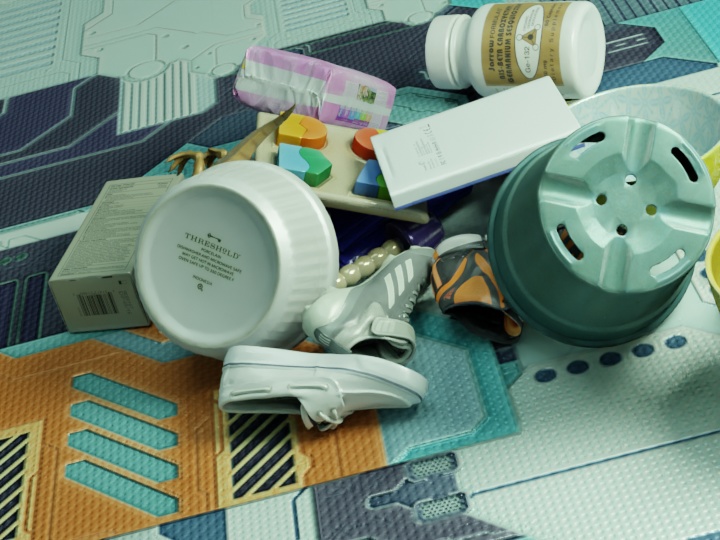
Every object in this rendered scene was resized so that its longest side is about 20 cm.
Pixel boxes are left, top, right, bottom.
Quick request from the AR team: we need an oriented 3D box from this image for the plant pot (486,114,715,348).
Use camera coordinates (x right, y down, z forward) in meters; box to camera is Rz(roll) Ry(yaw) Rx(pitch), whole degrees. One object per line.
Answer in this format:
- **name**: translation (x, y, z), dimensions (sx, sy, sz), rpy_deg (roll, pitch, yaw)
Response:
- **plant pot**: translation (0.216, -0.041, 1.361), dimensions (0.198, 0.202, 0.196), rpy_deg (-16, -7, -2)

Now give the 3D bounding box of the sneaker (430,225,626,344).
- **sneaker**: translation (0.168, 0.015, 1.503), dimensions (0.198, 0.078, 0.113), rpy_deg (-11, 43, 8)

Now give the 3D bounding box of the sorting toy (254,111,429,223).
- **sorting toy**: translation (-0.021, -0.117, 1.651), dimensions (0.183, 0.037, 0.200), rpy_deg (9, 27, -8)

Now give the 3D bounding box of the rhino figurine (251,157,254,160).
- **rhino figurine**: translation (-0.106, -0.106, 1.808), dimensions (0.087, 0.060, 0.200), rpy_deg (16, 46, 27)

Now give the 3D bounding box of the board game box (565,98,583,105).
- **board game box**: translation (0.196, -0.159, 1.726), dimensions (0.198, 0.035, 0.136), rpy_deg (-11, 9, 1)

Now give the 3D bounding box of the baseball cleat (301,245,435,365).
- **baseball cleat**: translation (0.032, 0.043, 1.518), dimensions (0.106, 0.070, 0.199), rpy_deg (40, 44, 24)

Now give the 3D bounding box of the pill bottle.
- **pill bottle**: translation (0.184, -0.264, 1.877), dimensions (0.198, 0.115, 0.115), rpy_deg (3, 36, 28)

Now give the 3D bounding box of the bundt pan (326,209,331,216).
- **bundt pan**: translation (-0.135, -0.040, 1.654), dimensions (0.200, 0.076, 0.203), rpy_deg (-18, 43, 17)

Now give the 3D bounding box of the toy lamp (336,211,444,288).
- **toy lamp**: translation (0.000, 0.000, 1.605), dimensions (0.199, 0.059, 0.058), rpy_deg (-32, 35, -20)

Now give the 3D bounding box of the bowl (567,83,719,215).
- **bowl**: translation (0.280, -0.095, 1.578), dimensions (0.198, 0.108, 0.201), rpy_deg (-11, 32, 7)

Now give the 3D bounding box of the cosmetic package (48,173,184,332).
- **cosmetic package**: translation (-0.260, -0.022, 1.732), dimensions (0.103, 0.074, 0.201), rpy_deg (-5, 33, 17)

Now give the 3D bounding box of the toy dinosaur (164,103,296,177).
- **toy dinosaur**: translation (-0.141, -0.101, 1.619), dimensions (0.106, 0.060, 0.201), rpy_deg (37, 92, 39)

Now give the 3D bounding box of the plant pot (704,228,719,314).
- **plant pot**: translation (0.392, 0.042, 1.285), dimensions (0.198, 0.143, 0.201), rpy_deg (-11, 32, 7)

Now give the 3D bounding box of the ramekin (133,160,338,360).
- **ramekin**: translation (-0.129, -0.006, 1.513), dimensions (0.200, 0.205, 0.094), rpy_deg (-1, 3, 21)

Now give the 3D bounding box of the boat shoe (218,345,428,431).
- **boat shoe**: translation (-0.036, 0.116, 1.440), dimensions (0.198, 0.074, 0.066), rpy_deg (3, 66, 20)

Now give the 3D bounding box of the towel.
- **towel**: translation (0.010, -0.075, 1.721), dimensions (0.199, 0.050, 0.147), rpy_deg (-34, 37, -27)

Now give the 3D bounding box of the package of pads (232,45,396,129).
- **package of pads**: translation (-0.052, -0.209, 1.827), dimensions (0.120, 0.076, 0.200), rpy_deg (20, 8, 22)

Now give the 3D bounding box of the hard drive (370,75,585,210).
- **hard drive**: translation (0.116, -0.131, 1.586), dimensions (0.198, 0.026, 0.132), rpy_deg (-19, 32, 1)
